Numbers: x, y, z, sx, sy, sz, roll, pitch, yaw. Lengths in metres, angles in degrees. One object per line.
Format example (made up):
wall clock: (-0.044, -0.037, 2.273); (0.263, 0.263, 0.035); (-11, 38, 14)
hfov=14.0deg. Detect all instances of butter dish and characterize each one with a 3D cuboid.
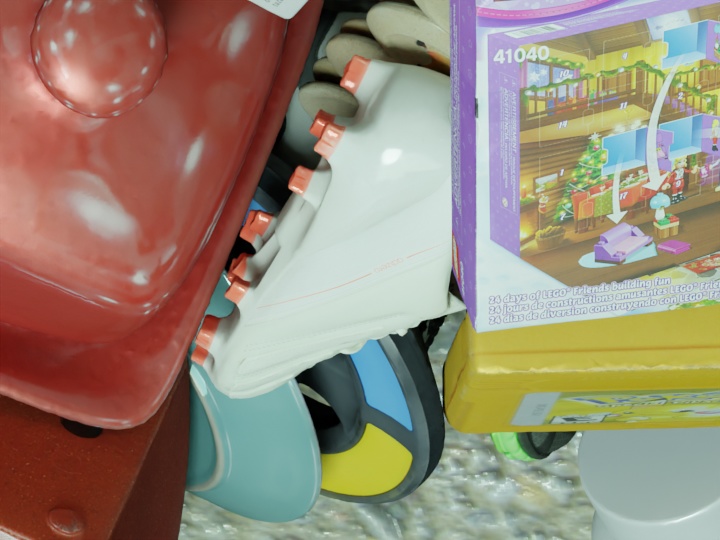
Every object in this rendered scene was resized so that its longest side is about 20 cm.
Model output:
butter dish: (-0.103, -0.068, 0.955); (0.200, 0.200, 0.148); (25, 169, -20)

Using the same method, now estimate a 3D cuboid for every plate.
plate: (-0.094, 0.027, 1.145); (0.200, 0.026, 0.200); (37, 153, 23)

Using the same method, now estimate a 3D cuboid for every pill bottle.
pill bottle: (0.164, 0.127, 1.245); (0.111, 0.112, 0.200); (-10, 139, 22)

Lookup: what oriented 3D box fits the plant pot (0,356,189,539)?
plant pot: (-0.164, 0.099, 1.066); (0.199, 0.200, 0.177); (24, 124, -2)

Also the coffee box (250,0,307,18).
coffee box: (-0.081, -0.179, 0.900); (0.200, 0.113, 0.080); (25, 139, -21)

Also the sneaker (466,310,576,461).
sneaker: (0.085, 0.015, 1.145); (0.083, 0.077, 0.200); (-5, 151, -2)

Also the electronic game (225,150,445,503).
electronic game: (-0.048, 0.013, 1.130); (0.200, 0.042, 0.200); (35, 153, 21)

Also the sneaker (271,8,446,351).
sneaker: (0.002, -0.029, 1.125); (0.080, 0.074, 0.200); (18, 140, 13)

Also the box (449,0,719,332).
box: (0.124, -0.060, 0.809); (0.199, 0.039, 0.137); (-6, 123, -8)

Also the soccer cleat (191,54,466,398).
soccer cleat: (0.000, 0.000, 0.974); (0.077, 0.069, 0.200); (26, 149, -7)

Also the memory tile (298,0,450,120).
memory tile: (0.061, -0.041, 0.945); (0.153, 0.017, 0.200); (32, 166, -7)

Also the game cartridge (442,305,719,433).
game cartridge: (0.119, 0.034, 1.012); (0.176, 0.033, 0.200); (-1, 174, 0)
